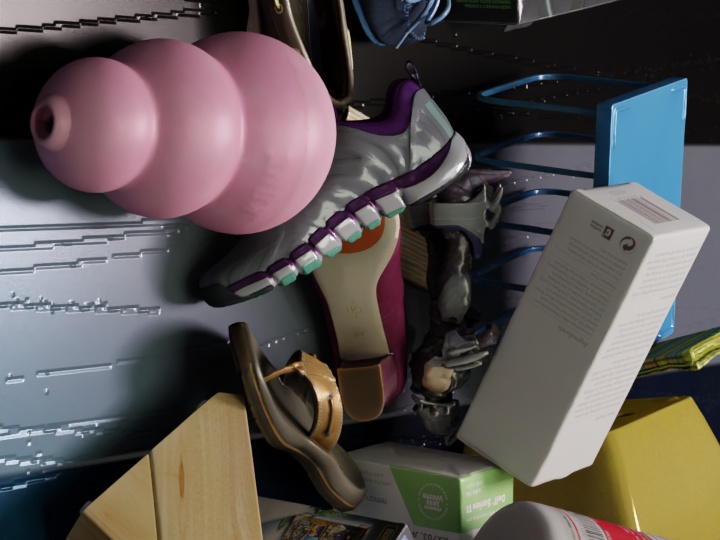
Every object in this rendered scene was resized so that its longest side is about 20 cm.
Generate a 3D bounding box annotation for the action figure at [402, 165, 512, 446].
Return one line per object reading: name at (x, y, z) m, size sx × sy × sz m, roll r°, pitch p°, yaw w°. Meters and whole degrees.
action figure at (0.064, 0.026, 1.576) m, size 0.069 × 0.130 × 0.200 m, roll 0°, pitch 96°, yaw -12°

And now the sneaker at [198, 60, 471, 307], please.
sneaker at (-0.030, -0.055, 1.455) m, size 0.200 × 0.074 × 0.088 m, roll -32°, pitch 99°, yaw -9°

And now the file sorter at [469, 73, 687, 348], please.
file sorter at (0.159, -0.043, 1.679) m, size 0.139 × 0.123 × 0.200 m, roll -23°, pitch 118°, yaw -57°

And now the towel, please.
towel at (0.194, 0.077, 1.703) m, size 0.086 × 0.200 × 0.018 m, roll -21°, pitch 92°, yaw -49°

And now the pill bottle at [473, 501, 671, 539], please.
pill bottle at (0.176, 0.231, 1.521) m, size 0.200 × 0.112 × 0.112 m, roll 18°, pitch 80°, yaw -28°

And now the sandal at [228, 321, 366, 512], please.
sandal at (-0.033, 0.093, 1.486) m, size 0.200 × 0.055 × 0.082 m, roll 54°, pitch 9°, yaw -44°

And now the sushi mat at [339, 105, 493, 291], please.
sushi mat at (0.034, -0.044, 1.620) m, size 0.200 × 0.012 × 0.096 m, roll 25°, pitch 74°, yaw -52°

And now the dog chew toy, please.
dog chew toy at (-0.110, -0.084, 1.337) m, size 0.200 × 0.124 × 0.125 m, roll 0°, pitch 95°, yaw -46°

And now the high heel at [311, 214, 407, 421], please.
high heel at (0.000, 0.000, 1.552) m, size 0.096 × 0.067 × 0.200 m, roll -60°, pitch 152°, yaw -76°

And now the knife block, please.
knife block at (-0.088, 0.193, 1.364) m, size 0.200 × 0.176 × 0.064 m, roll -42°, pitch 171°, yaw -43°

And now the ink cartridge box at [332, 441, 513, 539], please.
ink cartridge box at (0.042, 0.231, 1.586) m, size 0.067 × 0.117 × 0.200 m, roll -10°, pitch 103°, yaw -51°

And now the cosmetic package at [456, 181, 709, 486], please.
cosmetic package at (0.154, 0.043, 1.554) m, size 0.101 × 0.071 × 0.200 m, roll -8°, pitch 127°, yaw -59°

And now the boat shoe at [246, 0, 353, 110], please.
boat shoe at (-0.044, -0.199, 1.451) m, size 0.072 × 0.059 × 0.200 m, roll -28°, pitch 117°, yaw -48°

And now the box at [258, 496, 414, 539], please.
box at (-0.066, 0.236, 1.425) m, size 0.200 × 0.136 × 0.038 m, roll -54°, pitch 135°, yaw -33°

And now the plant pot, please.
plant pot at (0.183, 0.197, 1.722) m, size 0.200 × 0.200 × 0.177 m, roll -14°, pitch 96°, yaw -52°

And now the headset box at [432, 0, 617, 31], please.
headset box at (0.122, -0.276, 1.635) m, size 0.174 × 0.093 × 0.200 m, roll -22°, pitch 113°, yaw -51°

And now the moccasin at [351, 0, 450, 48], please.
moccasin at (0.029, -0.200, 1.496) m, size 0.200 × 0.068 × 0.081 m, roll 50°, pitch 38°, yaw -72°
